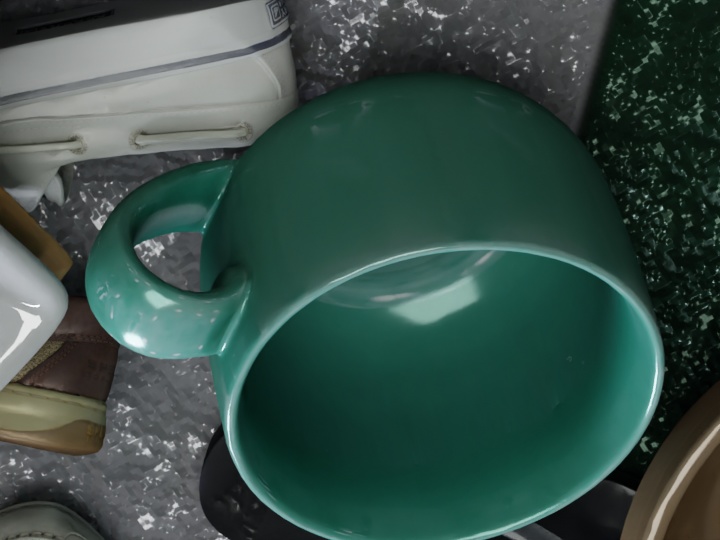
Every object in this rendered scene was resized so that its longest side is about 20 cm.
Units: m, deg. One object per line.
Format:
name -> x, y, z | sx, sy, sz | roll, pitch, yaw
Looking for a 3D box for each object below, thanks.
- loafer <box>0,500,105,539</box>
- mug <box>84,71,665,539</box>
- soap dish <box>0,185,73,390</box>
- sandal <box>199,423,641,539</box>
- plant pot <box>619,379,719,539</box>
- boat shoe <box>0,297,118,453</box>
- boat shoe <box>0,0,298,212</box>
loafer -> -0.106, 0.186, 0.993 | 0.070, 0.070, 0.201 | -15, 111, 9
mug -> 0.011, -0.002, 0.866 | 0.152, 0.115, 0.185 | -30, 133, 17
soap dish -> -0.205, 0.026, 0.814 | 0.200, 0.081, 0.157 | -47, 147, -4
sandal -> 0.034, 0.107, 0.968 | 0.199, 0.043, 0.076 | 11, 112, -2
plant pot -> 0.180, 0.103, 0.921 | 0.200, 0.093, 0.202 | -4, 107, -12
boat shoe -> -0.186, 0.013, 0.929 | 0.199, 0.072, 0.072 | 14, 86, 4
boat shoe -> -0.120, -0.055, 0.900 | 0.199, 0.072, 0.066 | -12, 107, -1
